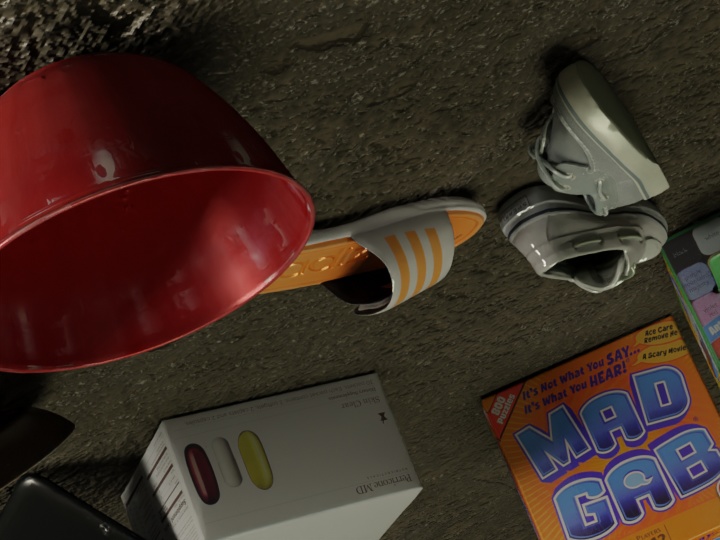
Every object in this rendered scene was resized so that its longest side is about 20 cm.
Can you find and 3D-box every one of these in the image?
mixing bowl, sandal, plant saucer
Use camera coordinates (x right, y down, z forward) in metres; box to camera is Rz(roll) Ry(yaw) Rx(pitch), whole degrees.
[{"bbox_3d":[-0.134,-0.042,0.939,0.198,0.109,0.200,-20,159,-8],"label":"mixing bowl"},{"bbox_3d":[-0.003,0.004,1.235,0.205,0.060,0.079,-13,156,-23],"label":"sandal"},{"bbox_3d":[-0.287,0.145,1.223,0.199,0.032,0.200,-29,-174,3],"label":"plant saucer"}]

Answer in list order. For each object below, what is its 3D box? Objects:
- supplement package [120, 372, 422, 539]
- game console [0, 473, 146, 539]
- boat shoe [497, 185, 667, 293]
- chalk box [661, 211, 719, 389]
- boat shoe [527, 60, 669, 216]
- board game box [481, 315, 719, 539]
[{"bbox_3d":[-0.076,0.185,1.506,0.198,0.112,0.156,-12,156,-27],"label":"supplement package"},{"bbox_3d":[-0.213,0.261,1.493,0.117,0.199,0.176,-58,-179,-6],"label":"game console"},{"bbox_3d":[0.174,-0.013,1.355,0.199,0.067,0.073,4,147,-48],"label":"boat shoe"},{"bbox_3d":[0.332,0.018,1.505,0.124,0.125,0.200,-26,158,7],"label":"chalk box"},{"bbox_3d":[0.151,-0.076,1.189,0.071,0.070,0.201,-31,159,11],"label":"boat shoe"},{"bbox_3d":[0.253,0.199,1.735,0.198,0.201,0.200,-24,158,2],"label":"board game box"}]
